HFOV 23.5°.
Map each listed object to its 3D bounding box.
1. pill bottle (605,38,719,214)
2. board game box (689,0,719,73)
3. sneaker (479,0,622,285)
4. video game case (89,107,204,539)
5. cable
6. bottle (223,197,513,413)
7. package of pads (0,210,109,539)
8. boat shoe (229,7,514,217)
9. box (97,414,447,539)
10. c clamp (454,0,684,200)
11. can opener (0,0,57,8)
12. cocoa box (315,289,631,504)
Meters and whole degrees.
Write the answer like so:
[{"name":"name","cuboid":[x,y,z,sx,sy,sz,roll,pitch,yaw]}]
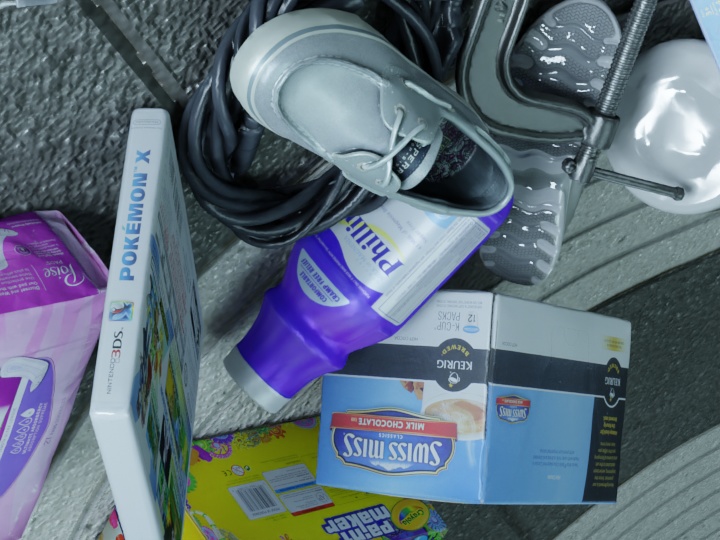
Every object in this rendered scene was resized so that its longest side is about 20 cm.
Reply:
[{"name":"pill bottle","cuboid":[0.245,-0.099,1.168,0.111,0.111,0.199,-54,162,21]},{"name":"board game box","cuboid":[0.265,-0.130,1.064,0.036,0.152,0.200,-20,-169,28]},{"name":"sneaker","cuboid":[0.119,-0.092,1.108,0.082,0.074,0.201,-62,170,-53]},{"name":"video game case","cuboid":[-0.108,0.049,0.910,0.022,0.184,0.201,1,144,2]},{"name":"cable","cuboid":[-0.023,-0.088,0.936,0.162,0.051,0.201,-3,134,-48]},{"name":"bottle","cuboid":[0.000,0.000,1.048,0.200,0.084,0.065,-45,151,7]},{"name":"package of pads","cuboid":[-0.213,0.068,0.890,0.120,0.076,0.201,-13,140,-43]},{"name":"boat shoe","cuboid":[0.017,-0.075,0.893,0.200,0.072,0.070,19,113,-51]},{"name":"box","cuboid":[-0.080,0.217,1.203,0.199,0.122,0.194,-7,137,-45]},{"name":"c clamp","cuboid":[0.139,-0.143,1.007,0.169,0.027,0.202,4,115,-20]},{"name":"can opener","cuboid":[-0.198,-0.128,0.690,0.199,0.053,0.068,-13,108,-41]},{"name":"cocoa box","cuboid":[0.079,0.087,1.159,0.199,0.132,0.133,11,83,-56]}]
